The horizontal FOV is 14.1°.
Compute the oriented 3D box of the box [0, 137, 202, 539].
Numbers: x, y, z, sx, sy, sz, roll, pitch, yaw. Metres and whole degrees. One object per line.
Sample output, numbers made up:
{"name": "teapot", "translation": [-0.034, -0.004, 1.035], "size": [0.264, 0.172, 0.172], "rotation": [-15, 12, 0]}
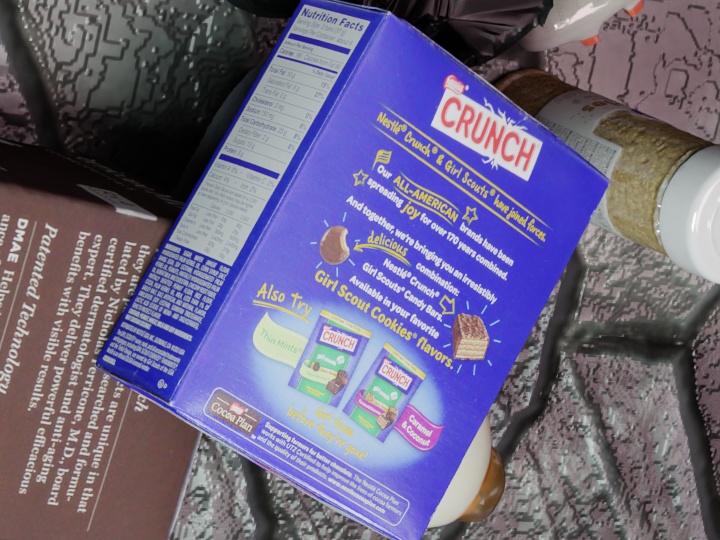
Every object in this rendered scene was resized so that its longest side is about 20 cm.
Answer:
{"name": "box", "translation": [-0.189, 0.024, 1.358], "size": [0.200, 0.166, 0.164], "rotation": [12, 98, -37]}

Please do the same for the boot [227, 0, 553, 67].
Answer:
{"name": "boot", "translation": [0.049, -0.148, 1.457], "size": [0.200, 0.168, 0.077], "rotation": [-10, 110, -32]}

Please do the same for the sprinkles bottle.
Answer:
{"name": "sprinkles bottle", "translation": [0.139, -0.052, 1.531], "size": [0.068, 0.200, 0.068], "rotation": [-12, 113, -30]}

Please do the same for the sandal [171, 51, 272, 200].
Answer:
{"name": "sandal", "translation": [-0.070, -0.029, 1.469], "size": [0.200, 0.043, 0.076], "rotation": [-58, 172, 13]}

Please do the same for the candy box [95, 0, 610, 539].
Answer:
{"name": "candy box", "translation": [0.000, 0.000, 1.334], "size": [0.169, 0.077, 0.200], "rotation": [34, 83, -38]}

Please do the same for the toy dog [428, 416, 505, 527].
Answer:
{"name": "toy dog", "translation": [0.034, 0.034, 1.503], "size": [0.139, 0.194, 0.200], "rotation": [9, 93, -45]}

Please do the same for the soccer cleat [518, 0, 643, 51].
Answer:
{"name": "soccer cleat", "translation": [0.142, -0.198, 1.571], "size": [0.200, 0.069, 0.078], "rotation": [-46, 121, -21]}
